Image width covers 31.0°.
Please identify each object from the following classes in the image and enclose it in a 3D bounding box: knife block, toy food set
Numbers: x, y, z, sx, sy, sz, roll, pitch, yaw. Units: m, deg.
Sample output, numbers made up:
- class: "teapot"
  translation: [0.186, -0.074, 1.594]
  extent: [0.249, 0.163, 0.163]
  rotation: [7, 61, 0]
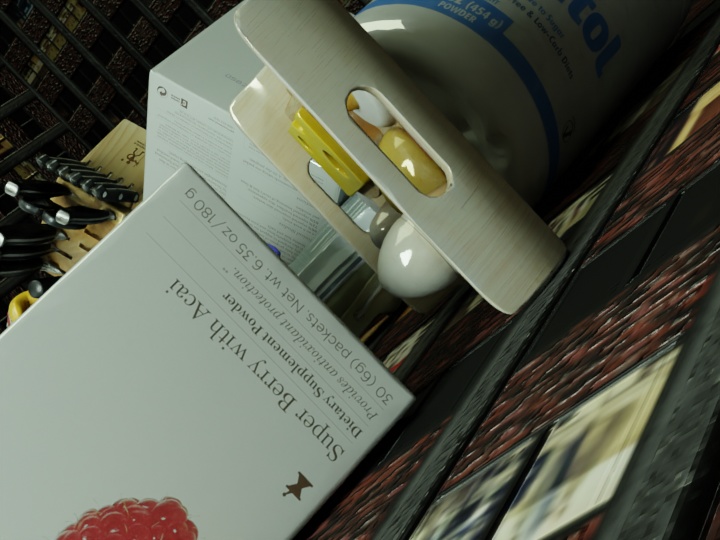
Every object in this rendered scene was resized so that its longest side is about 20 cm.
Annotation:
- class: "knife block"
  translation: [-0.197, -0.015, 0.955]
  extent: [0.176, 0.064, 0.201]
  rotation: [-51, -20, -29]
- class: "toy food set"
  translation: [-0.001, -0.037, 0.545]
  extent: [0.060, 0.144, 0.200]
  rotation: [-44, 3, -7]

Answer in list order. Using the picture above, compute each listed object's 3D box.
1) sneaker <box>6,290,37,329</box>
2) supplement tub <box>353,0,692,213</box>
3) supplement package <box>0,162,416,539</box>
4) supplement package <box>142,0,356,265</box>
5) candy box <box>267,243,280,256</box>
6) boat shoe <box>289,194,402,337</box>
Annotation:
- class: "sneaker"
  translation: [-0.191, 0.072, 0.941]
  extent: [0.078, 0.199, 0.083]
  rotation: [-36, -45, -45]
- class: "supplement tub"
  translation: [0.079, -0.118, 0.682]
  extent: [0.200, 0.132, 0.132]
  rotation: [-48, 4, -35]
- class: "supplement package"
  translation: [-0.100, 0.082, 0.470]
  extent: [0.200, 0.121, 0.120]
  rotation: [-46, 4, -20]
- class: "supplement package"
  translation: [-0.051, -0.066, 0.923]
  extent: [0.151, 0.151, 0.201]
  rotation: [-47, -20, -40]
- class: "candy box"
  translation: [-0.123, 0.078, 0.723]
  extent: [0.200, 0.077, 0.170]
  rotation: [142, 147, -62]
- class: "boat shoe"
  translation: [0.000, 0.000, 0.784]
  extent: [0.200, 0.062, 0.072]
  rotation: [-46, 13, 5]
